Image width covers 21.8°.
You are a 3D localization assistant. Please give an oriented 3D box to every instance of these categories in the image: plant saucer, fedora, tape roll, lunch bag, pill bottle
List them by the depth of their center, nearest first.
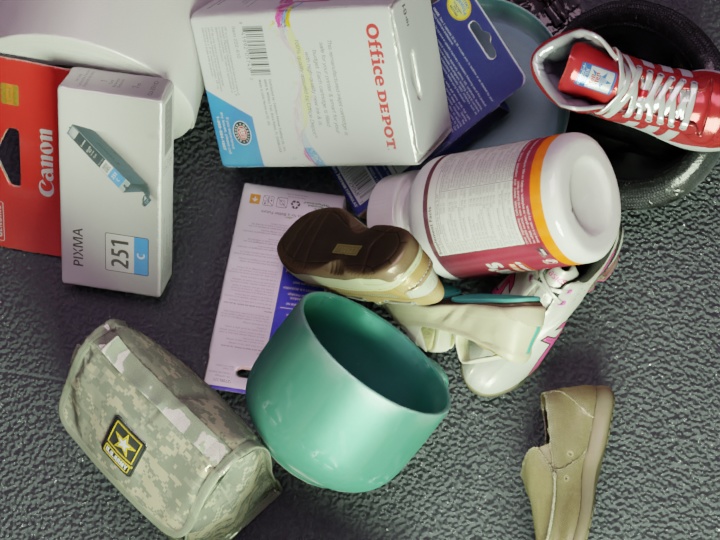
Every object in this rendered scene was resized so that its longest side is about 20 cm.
[{"bbox_3d":[-0.159,0.137,1.535,0.118,0.200,0.164,-42,73,-13],"label":"lunch bag"},{"bbox_3d":[0.111,-0.050,1.588,0.200,0.109,0.110,-8,63,38],"label":"pill bottle"},{"bbox_3d":[0.254,-0.142,1.669,0.200,0.091,0.201,-6,80,35],"label":"fedora"},{"bbox_3d":[-0.231,-0.218,1.681,0.202,0.203,0.140,11,69,7],"label":"tape roll"},{"bbox_3d":[0.100,-0.147,1.690,0.199,0.027,0.201,-4,81,26],"label":"plant saucer"}]

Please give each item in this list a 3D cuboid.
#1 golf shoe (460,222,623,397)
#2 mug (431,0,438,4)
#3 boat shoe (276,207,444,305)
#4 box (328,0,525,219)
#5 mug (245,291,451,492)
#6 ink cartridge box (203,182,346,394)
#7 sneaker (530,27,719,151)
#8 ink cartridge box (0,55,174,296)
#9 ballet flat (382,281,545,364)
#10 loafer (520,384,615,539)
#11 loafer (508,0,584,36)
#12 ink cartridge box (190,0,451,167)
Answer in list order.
[{"bbox_3d":[0.154,0.020,1.622,0.073,0.092,0.200,35,77,13],"label":"golf shoe"},{"bbox_3d":[0.010,-0.286,1.744,0.153,0.187,0.150,-33,99,-5],"label":"mug"},{"bbox_3d":[0.000,0.000,1.584,0.072,0.076,0.200,-52,29,-10],"label":"boat shoe"},{"bbox_3d":[0.050,-0.152,1.683,0.200,0.032,0.121,-37,68,19],"label":"box"},{"bbox_3d":[-0.006,0.116,1.549,0.115,0.185,0.152,-52,27,19],"label":"mug"},{"bbox_3d":[-0.075,0.022,1.665,0.094,0.037,0.201,8,66,6],"label":"ink cartridge box"},{"bbox_3d":[0.235,-0.148,1.548,0.199,0.112,0.071,15,91,26],"label":"sneaker"},{"bbox_3d":[-0.253,-0.082,1.637,0.176,0.201,0.045,9,33,7],"label":"ink cartridge box"},{"bbox_3d":[0.078,0.045,1.601,0.200,0.069,0.070,10,62,52],"label":"ballet flat"},{"bbox_3d":[0.165,0.186,1.569,0.067,0.076,0.200,12,59,9],"label":"loafer"},{"bbox_3d":[0.150,-0.272,1.754,0.072,0.063,0.200,-33,70,-9],"label":"loafer"},{"bbox_3d":[-0.032,-0.171,1.633,0.199,0.145,0.085,2,26,28],"label":"ink cartridge box"}]
